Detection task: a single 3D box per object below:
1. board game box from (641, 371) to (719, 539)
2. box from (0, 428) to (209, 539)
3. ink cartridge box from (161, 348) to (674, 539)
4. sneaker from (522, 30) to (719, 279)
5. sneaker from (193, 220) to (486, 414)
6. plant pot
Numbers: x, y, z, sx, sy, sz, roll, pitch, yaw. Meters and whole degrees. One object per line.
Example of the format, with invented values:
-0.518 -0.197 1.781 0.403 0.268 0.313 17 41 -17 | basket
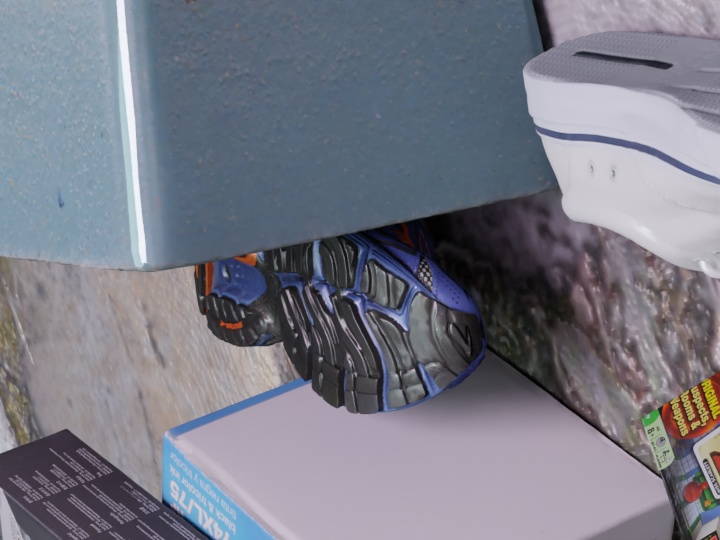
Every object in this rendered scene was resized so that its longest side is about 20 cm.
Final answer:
0.161 0.104 0.952 0.104 0.023 0.201 -31 50 18 | board game box
-0.077 0.175 1.163 0.200 0.050 0.159 33 132 45 | box
0.017 0.157 1.197 0.146 0.146 0.201 37 134 41 | ink cartridge box
0.129 -0.035 1.011 0.200 0.073 0.071 22 134 60 | sneaker
0.000 0.000 1.183 0.200 0.078 0.076 28 130 60 | sneaker
-0.059 -0.118 1.135 0.196 0.195 0.201 6 104 55 | plant pot
